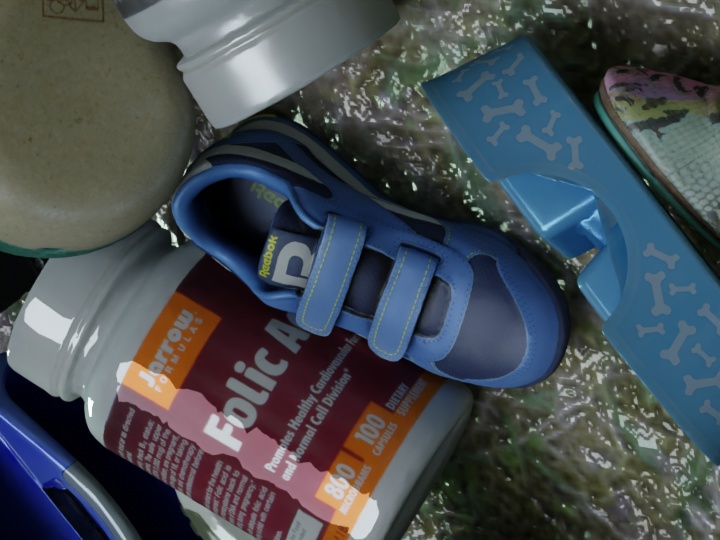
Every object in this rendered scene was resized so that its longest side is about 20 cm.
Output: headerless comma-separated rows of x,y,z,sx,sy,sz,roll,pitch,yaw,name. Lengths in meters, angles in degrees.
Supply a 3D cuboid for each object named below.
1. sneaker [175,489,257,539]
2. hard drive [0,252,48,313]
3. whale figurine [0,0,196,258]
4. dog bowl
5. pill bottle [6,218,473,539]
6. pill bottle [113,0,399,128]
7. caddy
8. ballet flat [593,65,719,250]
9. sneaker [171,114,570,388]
-0.072,0.063,1.365,0.089,0.077,0.200,-40,88,16,sneaker
-0.242,0.042,1.376,0.140,0.200,0.038,-29,98,48,hard drive
-0.146,-0.103,1.227,0.104,0.159,0.200,148,121,-64,whale figurine
0.104,-0.013,1.109,0.050,0.111,0.200,-38,75,6,dog bowl
-0.058,0.055,1.276,0.200,0.114,0.114,30,134,8,pill bottle
-0.073,-0.169,1.152,0.114,0.114,0.200,-20,104,46,pill bottle
-0.153,0.137,1.413,0.200,0.141,0.105,51,142,-1,caddy
0.180,-0.017,1.091,0.071,0.069,0.200,-35,98,29,ballet flat
0.000,0.000,1.223,0.200,0.082,0.074,27,113,21,sneaker
